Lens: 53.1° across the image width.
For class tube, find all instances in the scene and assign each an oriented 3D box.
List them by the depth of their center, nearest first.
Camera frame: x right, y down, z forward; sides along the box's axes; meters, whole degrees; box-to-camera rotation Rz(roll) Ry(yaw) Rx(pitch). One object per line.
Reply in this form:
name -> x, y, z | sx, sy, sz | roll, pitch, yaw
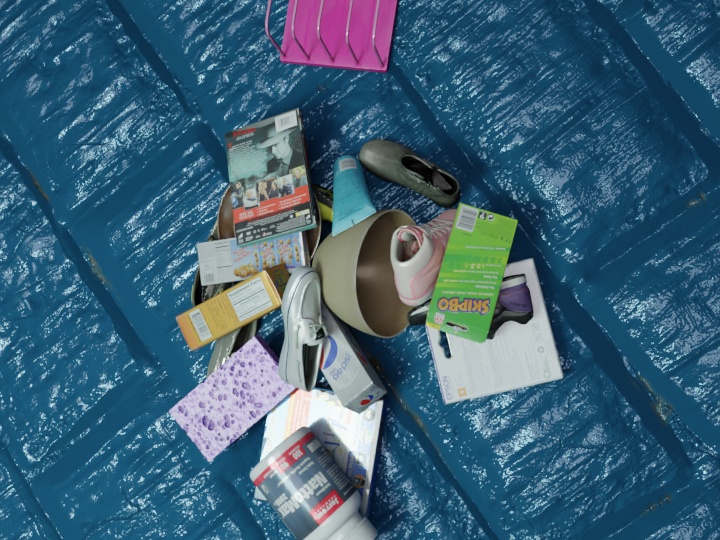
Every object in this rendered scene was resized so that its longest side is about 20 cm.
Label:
tube -> -0.016, -0.125, 1.169 | 0.077, 0.201, 0.051 | -32, 119, 15

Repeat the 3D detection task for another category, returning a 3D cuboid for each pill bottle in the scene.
pill bottle -> -0.068, 0.357, 1.120 | 0.119, 0.120, 0.200 | -42, 80, 5

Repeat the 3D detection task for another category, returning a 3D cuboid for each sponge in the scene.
sponge -> -0.210, 0.212, 1.200 | 0.199, 0.030, 0.112 | -41, 86, 8

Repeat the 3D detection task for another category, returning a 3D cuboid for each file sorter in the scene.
file sorter -> -0.049, -0.437, 1.231 | 0.197, 0.125, 0.141 | 9, 87, 12

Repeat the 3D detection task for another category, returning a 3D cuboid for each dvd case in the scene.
dvd case -> -0.148, -0.151, 1.177 | 0.144, 0.022, 0.203 | -15, 76, 19

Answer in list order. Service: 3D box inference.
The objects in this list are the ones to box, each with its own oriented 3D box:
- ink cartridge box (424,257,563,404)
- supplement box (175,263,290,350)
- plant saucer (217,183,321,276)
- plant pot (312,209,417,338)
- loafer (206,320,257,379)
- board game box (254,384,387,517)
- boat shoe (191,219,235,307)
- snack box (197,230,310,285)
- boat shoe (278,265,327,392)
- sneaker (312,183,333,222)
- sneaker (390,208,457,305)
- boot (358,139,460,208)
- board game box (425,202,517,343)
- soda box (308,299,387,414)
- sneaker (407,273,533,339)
ink cartridge box -> 0.210, 0.100, 1.180 | 0.197, 0.043, 0.199 | -14, 85, 10
supplement box -> -0.200, 0.060, 1.170 | 0.198, 0.066, 0.070 | -24, 90, 24
plant saucer -> -0.149, -0.078, 1.215 | 0.197, 0.034, 0.204 | 1, 92, 23
plant pot -> 0.000, 0.000, 1.171 | 0.133, 0.199, 0.203 | 6, 86, 37
loafer -> -0.218, 0.152, 1.244 | 0.069, 0.070, 0.203 | 5, 86, 31
board game box -> -0.065, 0.298, 1.213 | 0.193, 0.056, 0.203 | 9, 87, 12
boat shoe -> -0.247, -0.019, 1.271 | 0.071, 0.060, 0.205 | 14, 88, 13
snack box -> -0.179, -0.022, 1.196 | 0.197, 0.024, 0.073 | -7, 88, 21
boat shoe -> -0.079, 0.093, 1.121 | 0.066, 0.073, 0.203 | 25, 121, 35
sneaker -> -0.100, -0.116, 1.251 | 0.198, 0.075, 0.077 | 26, 101, 21
sneaker -> 0.112, -0.050, 1.141 | 0.075, 0.105, 0.201 | 13, 53, 35
boot -> 0.080, -0.173, 1.182 | 0.198, 0.131, 0.068 | 29, 91, 12
board game box -> 0.168, 0.004, 1.093 | 0.094, 0.030, 0.202 | 17, 73, 5
soda box -> -0.039, 0.132, 1.182 | 0.063, 0.068, 0.201 | -38, 59, 7
sneaker -> 0.174, 0.073, 1.133 | 0.197, 0.076, 0.089 | -16, 90, 8
